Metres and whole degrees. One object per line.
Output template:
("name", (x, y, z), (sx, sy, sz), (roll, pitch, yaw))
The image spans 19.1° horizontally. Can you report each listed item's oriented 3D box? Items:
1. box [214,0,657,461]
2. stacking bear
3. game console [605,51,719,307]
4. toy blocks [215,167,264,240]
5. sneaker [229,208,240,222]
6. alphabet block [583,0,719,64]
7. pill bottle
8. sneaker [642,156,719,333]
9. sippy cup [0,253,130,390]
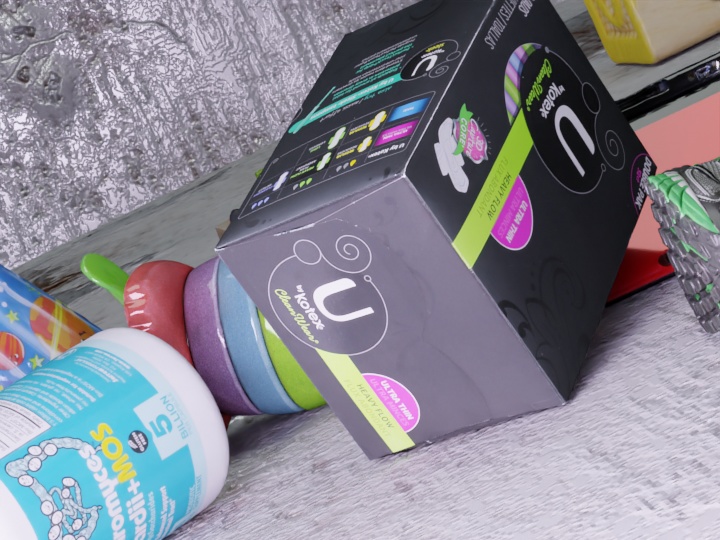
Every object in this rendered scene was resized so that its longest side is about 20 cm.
("box", (0.044, -0.032, 1.084), (0.124, 0.149, 0.200), (-20, 28, 34))
("stacking bear", (-0.019, 0.026, 1.249), (0.199, 0.122, 0.114), (-14, 18, 14))
("game console", (0.181, -0.045, 1.250), (0.199, 0.119, 0.172), (-24, -13, 2))
("toy blocks", (-0.020, -0.038, 1.736), (0.199, 0.100, 0.137), (-28, 20, -20))
("sneaker", (-0.080, 0.023, 1.384), (0.199, 0.116, 0.076), (-25, 8, 4))
("alphabet block", (0.324, -0.336, 2.172), (0.199, 0.196, 0.196), (-27, 6, -3))
("pill bottle", (-0.168, 0.117, 1.081), (0.111, 0.111, 0.200), (-17, 13, 47))
("sneaker", (0.188, -0.029, 1.039), (0.085, 0.078, 0.200), (-23, 8, 14))
("sippy cup", (-0.219, 0.067, 1.340), (0.178, 0.130, 0.140), (-53, 18, -16))
